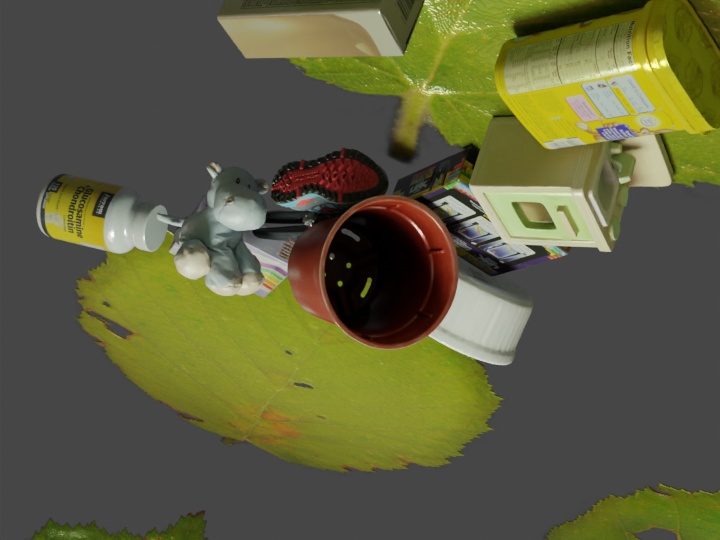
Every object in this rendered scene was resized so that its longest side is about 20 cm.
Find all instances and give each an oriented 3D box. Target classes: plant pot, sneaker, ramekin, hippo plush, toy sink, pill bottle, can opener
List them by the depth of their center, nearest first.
[{"bbox_3d":[0.251,-0.101,1.278,0.200,0.112,0.130,3,151,32],"label":"toy sink"},{"bbox_3d":[0.000,0.000,1.482,0.201,0.201,0.195,31,169,-22],"label":"plant pot"},{"bbox_3d":[-0.029,-0.120,1.521,0.200,0.079,0.095,2,167,42],"label":"sneaker"},{"bbox_3d":[0.154,0.045,1.570,0.200,0.098,0.200,25,-166,-7],"label":"ramekin"},{"bbox_3d":[-0.191,-0.069,1.635,0.159,0.161,0.200,25,-161,-30],"label":"hippo plush"},{"bbox_3d":[-0.096,-0.068,1.662,0.200,0.063,0.079,-4,147,40],"label":"can opener"},{"bbox_3d":[-0.430,-0.091,1.805,0.200,0.112,0.112,12,154,16],"label":"pill bottle"}]

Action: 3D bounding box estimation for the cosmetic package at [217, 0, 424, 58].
[{"bbox_3d":[-0.039,-0.284,1.135,0.200,0.105,0.071,7,152,30],"label":"cosmetic package"}]

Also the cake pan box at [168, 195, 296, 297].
[{"bbox_3d":[-0.215,-0.039,1.828,0.200,0.052,0.184,27,152,-14],"label":"cake pan box"}]

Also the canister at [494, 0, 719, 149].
[{"bbox_3d":[0.256,-0.196,1.114,0.200,0.087,0.149,-4,146,43],"label":"canister"}]

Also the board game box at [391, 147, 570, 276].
[{"bbox_3d":[0.164,-0.074,1.466,0.200,0.057,0.165,32,155,-24],"label":"board game box"}]
